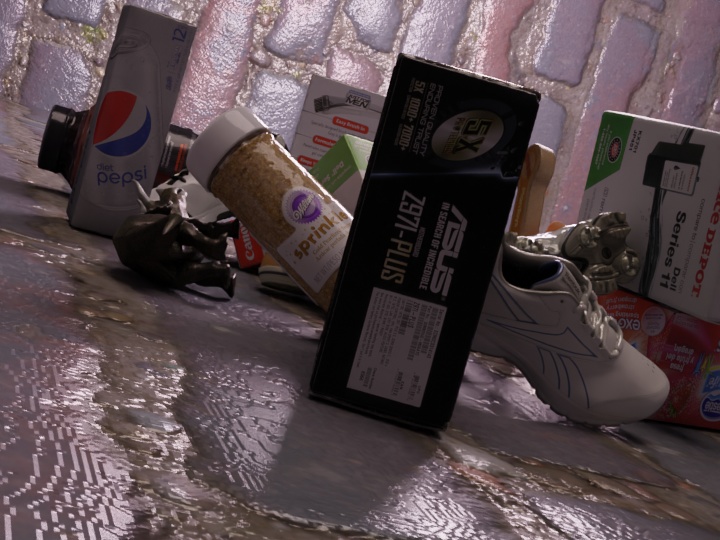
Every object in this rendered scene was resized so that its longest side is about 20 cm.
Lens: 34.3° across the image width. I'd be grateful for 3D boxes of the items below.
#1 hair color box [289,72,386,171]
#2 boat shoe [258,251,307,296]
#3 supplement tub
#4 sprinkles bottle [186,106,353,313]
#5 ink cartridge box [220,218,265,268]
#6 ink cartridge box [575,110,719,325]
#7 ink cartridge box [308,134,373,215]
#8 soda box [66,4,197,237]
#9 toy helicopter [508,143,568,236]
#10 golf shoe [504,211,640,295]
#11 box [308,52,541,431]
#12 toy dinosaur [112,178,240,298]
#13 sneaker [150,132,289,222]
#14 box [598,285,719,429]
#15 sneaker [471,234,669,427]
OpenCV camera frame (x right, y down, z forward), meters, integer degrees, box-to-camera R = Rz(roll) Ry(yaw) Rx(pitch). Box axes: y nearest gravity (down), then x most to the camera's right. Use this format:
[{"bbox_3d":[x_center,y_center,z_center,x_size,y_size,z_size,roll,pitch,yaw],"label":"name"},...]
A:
[{"bbox_3d":[-0.026,-0.097,1.256,0.110,0.202,0.064,18,6,3],"label":"hair color box"},{"bbox_3d":[0.000,0.000,1.054,0.198,0.063,0.074,13,-12,-32],"label":"boat shoe"},{"bbox_3d":[-0.246,-0.118,1.272,0.198,0.108,0.107,16,6,-13],"label":"supplement tub"},{"bbox_3d":[-0.043,-0.033,0.874,0.200,0.068,0.068,46,12,12],"label":"sprinkles bottle"},{"bbox_3d":[-0.078,-0.034,1.141,0.198,0.051,0.109,-16,0,11],"label":"ink cartridge box"},{"bbox_3d":[0.275,-0.046,0.977,0.082,0.149,0.200,8,9,-26],"label":"ink cartridge box"},{"bbox_3d":[0.037,-0.005,0.968,0.116,0.067,0.202,12,47,-45],"label":"ink cartridge box"},{"bbox_3d":[-0.207,-0.133,1.048,0.063,0.202,0.068,15,7,-21],"label":"soda box"},{"bbox_3d":[0.152,-0.023,1.084,0.078,0.203,0.132,16,-11,-15],"label":"toy helicopter"},{"bbox_3d":[0.129,0.007,0.946,0.198,0.079,0.097,-10,-3,-28],"label":"golf shoe"},{"bbox_3d":[0.036,-0.022,0.729,0.085,0.203,0.164,15,5,-2],"label":"box"},{"bbox_3d":[-0.146,-0.017,0.884,0.101,0.078,0.200,5,11,2],"label":"toy dinosaur"},{"bbox_3d":[-0.155,-0.089,1.163,0.198,0.081,0.073,-18,24,-31],"label":"sneaker"},{"bbox_3d":[0.289,0.080,1.041,0.198,0.097,0.099,12,9,-39],"label":"box"},{"bbox_3d":[0.143,0.042,0.833,0.198,0.087,0.075,29,41,-10],"label":"sneaker"}]
